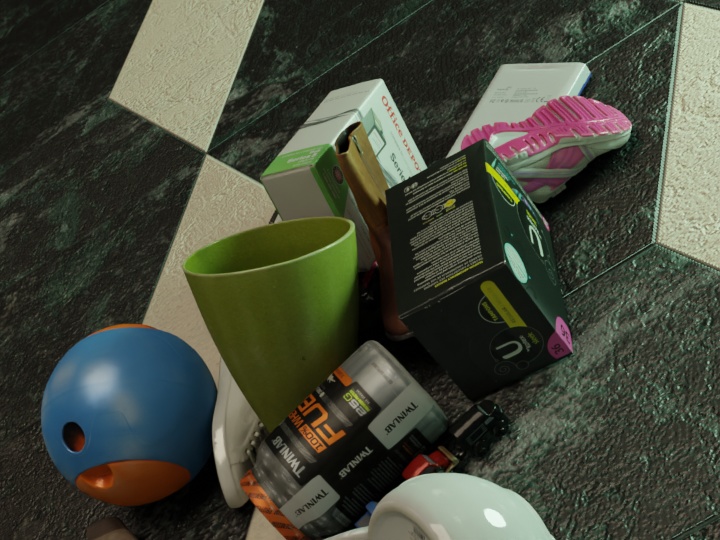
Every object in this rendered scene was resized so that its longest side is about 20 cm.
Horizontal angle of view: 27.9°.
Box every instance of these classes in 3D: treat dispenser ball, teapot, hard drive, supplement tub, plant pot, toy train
[{"bbox_3d":[-0.257,0.161,1.623,0.199,0.201,0.202,-24,39,21],"label":"treat dispenser ball"},{"bbox_3d":[0.104,0.256,1.248,0.145,0.202,0.197,-16,-15,-28],"label":"teapot"},{"bbox_3d":[0.176,-0.163,1.713,0.131,0.025,0.201,6,57,45],"label":"hard drive"},{"bbox_3d":[-0.018,0.178,1.457,0.200,0.123,0.122,-44,36,-4],"label":"supplement tub"},{"bbox_3d":[-0.075,0.067,1.537,0.185,0.202,0.187,-12,15,3],"label":"plant pot"},{"bbox_3d":[0.066,0.202,1.419,0.200,0.046,0.034,-45,36,-4],"label":"toy train"}]

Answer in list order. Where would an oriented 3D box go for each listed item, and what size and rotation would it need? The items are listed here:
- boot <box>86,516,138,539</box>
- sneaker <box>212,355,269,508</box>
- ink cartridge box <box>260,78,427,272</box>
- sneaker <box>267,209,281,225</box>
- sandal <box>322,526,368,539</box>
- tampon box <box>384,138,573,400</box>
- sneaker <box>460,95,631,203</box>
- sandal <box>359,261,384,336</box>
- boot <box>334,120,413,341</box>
[{"bbox_3d":[-0.313,0.361,1.583,0.199,0.070,0.147,-37,38,6],"label":"boot"},{"bbox_3d":[-0.116,0.164,1.603,0.084,0.073,0.202,-6,56,9],"label":"sneaker"},{"bbox_3d":[-0.013,-0.109,1.687,0.083,0.146,0.200,-11,30,35],"label":"ink cartridge box"},{"bbox_3d":[-0.046,-0.089,1.815,0.076,0.076,0.201,12,58,21],"label":"sneaker"},{"bbox_3d":[-0.046,0.296,1.392,0.206,0.079,0.060,-28,72,38],"label":"sandal"},{"bbox_3d":[0.121,-0.002,1.492,0.125,0.150,0.201,-27,38,20],"label":"tampon box"},{"bbox_3d":[0.205,-0.127,1.599,0.198,0.089,0.082,-16,43,-10],"label":"sneaker"},{"bbox_3d":[0.000,0.000,1.688,0.075,0.045,0.201,-26,39,17],"label":"sandal"},{"bbox_3d":[0.027,-0.044,1.547,0.068,0.201,0.189,-15,26,17],"label":"boot"}]
